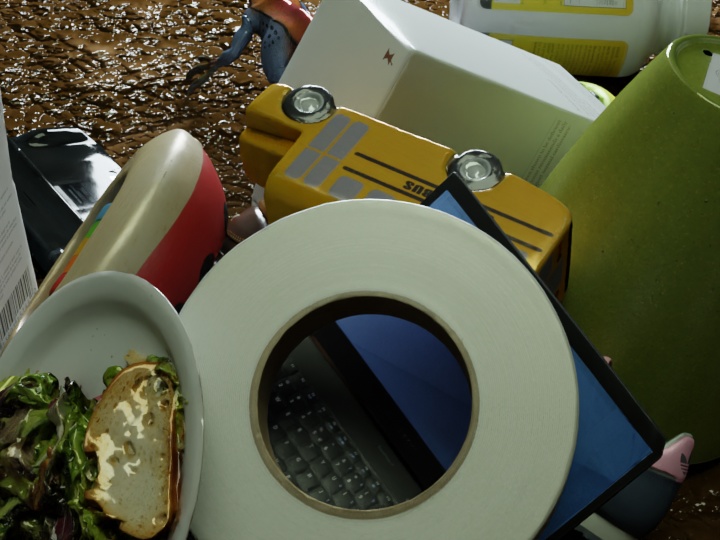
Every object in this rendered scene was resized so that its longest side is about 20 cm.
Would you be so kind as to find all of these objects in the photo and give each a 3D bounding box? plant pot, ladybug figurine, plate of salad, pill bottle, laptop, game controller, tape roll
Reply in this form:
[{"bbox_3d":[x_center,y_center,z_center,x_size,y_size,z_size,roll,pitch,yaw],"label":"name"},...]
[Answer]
[{"bbox_3d":[0.181,-0.026,0.902,0.187,0.200,0.187,13,35,-10],"label":"plant pot"},{"bbox_3d":[-0.136,0.005,0.915,0.072,0.136,0.200,35,66,-14],"label":"ladybug figurine"},{"bbox_3d":[-0.145,0.095,0.740,0.048,0.200,0.200,18,20,-42],"label":"plate of salad"},{"bbox_3d":[0.176,-0.215,1.279,0.199,0.112,0.112,3,35,-3],"label":"pill bottle"},{"bbox_3d":[0.009,0.082,0.763,0.200,0.103,0.177,-27,71,-30],"label":"laptop"},{"bbox_3d":[-0.191,-0.042,1.064,0.104,0.042,0.200,-4,34,-38],"label":"game controller"},{"bbox_3d":[0.002,0.066,0.744,0.202,0.037,0.203,-1,73,4],"label":"tape roll"}]

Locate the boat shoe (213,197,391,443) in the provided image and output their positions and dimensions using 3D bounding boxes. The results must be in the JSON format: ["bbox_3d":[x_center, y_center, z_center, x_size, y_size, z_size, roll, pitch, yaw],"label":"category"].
[{"bbox_3d":[-0.031,0.037,0.920,0.070,0.070,0.200,-37,45,1],"label":"boat shoe"}]

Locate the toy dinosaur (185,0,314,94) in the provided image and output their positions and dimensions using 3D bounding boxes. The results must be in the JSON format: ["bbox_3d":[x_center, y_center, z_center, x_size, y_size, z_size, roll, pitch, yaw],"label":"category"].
[{"bbox_3d":[-0.043,-0.182,1.186,0.105,0.200,0.182,-3,65,-37],"label":"toy dinosaur"}]

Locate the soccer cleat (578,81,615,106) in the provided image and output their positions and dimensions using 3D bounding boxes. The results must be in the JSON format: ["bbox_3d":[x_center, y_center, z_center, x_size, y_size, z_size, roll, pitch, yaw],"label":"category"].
[{"bbox_3d":[0.206,-0.075,1.146,0.084,0.065,0.200,17,18,-38],"label":"soccer cleat"}]

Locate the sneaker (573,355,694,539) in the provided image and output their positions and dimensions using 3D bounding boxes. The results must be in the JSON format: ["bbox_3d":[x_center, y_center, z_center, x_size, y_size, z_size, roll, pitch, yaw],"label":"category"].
[{"bbox_3d":[0.091,0.064,0.858,0.200,0.082,0.070,41,4,15],"label":"sneaker"}]

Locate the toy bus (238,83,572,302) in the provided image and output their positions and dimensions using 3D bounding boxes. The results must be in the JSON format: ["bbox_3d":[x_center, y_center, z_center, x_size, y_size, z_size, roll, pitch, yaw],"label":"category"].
[{"bbox_3d":[0.018,-0.032,0.863,0.200,0.065,0.078,23,56,22],"label":"toy bus"}]

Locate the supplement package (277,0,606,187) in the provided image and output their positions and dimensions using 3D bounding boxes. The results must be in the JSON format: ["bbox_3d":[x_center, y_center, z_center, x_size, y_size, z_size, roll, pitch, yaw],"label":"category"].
[{"bbox_3d":[0.057,-0.089,1.018,0.200,0.117,0.117,16,25,-36],"label":"supplement package"}]

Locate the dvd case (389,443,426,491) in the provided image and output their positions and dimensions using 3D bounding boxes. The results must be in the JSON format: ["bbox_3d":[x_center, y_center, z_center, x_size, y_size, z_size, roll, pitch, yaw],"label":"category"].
[{"bbox_3d":[0.004,0.128,0.853,0.148,0.016,0.200,1,35,-6],"label":"dvd case"}]

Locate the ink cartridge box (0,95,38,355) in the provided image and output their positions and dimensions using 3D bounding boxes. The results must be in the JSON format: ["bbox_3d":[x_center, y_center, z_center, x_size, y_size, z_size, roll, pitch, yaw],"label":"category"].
[{"bbox_3d":[-0.236,0.010,0.839,0.045,0.177,0.200,7,40,9],"label":"ink cartridge box"}]

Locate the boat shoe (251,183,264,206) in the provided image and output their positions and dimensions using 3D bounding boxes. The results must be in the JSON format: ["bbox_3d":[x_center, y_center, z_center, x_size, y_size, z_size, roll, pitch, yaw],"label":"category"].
[{"bbox_3d":[0.000,0.000,1.004,0.071,0.072,0.200,7,31,-43],"label":"boat shoe"}]
